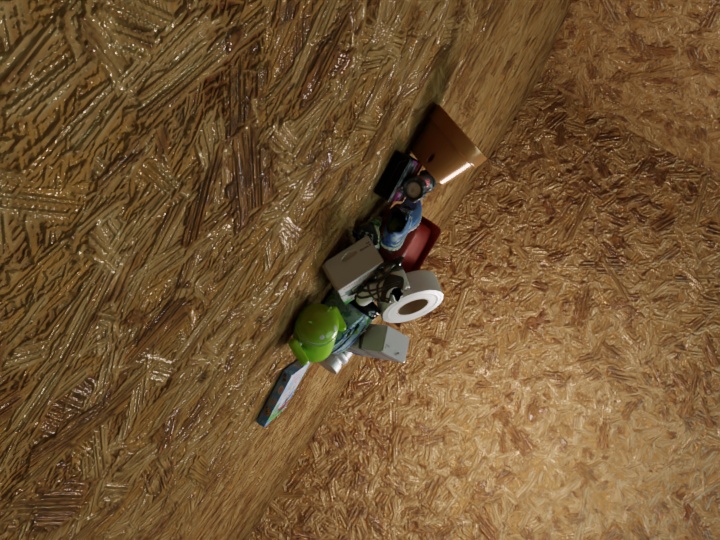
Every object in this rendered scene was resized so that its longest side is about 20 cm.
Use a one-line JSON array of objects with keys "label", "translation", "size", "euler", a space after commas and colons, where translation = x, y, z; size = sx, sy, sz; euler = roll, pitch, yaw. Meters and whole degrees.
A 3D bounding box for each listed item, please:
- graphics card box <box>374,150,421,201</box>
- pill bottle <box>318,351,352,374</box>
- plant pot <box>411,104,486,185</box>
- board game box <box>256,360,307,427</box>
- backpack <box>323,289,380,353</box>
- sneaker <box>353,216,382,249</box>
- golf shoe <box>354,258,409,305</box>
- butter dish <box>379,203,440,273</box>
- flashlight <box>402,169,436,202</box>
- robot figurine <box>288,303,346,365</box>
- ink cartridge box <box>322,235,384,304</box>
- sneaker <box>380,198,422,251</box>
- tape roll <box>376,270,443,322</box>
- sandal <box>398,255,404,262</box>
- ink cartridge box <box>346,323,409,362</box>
[{"label": "graphics card box", "translation": [0.108, -0.254, 1.514], "size": [0.127, 0.050, 0.200], "euler": [-60, 169, 13]}, {"label": "pill bottle", "translation": [-0.069, 0.265, 2.014], "size": [0.201, 0.113, 0.114], "euler": [-54, 169, -22]}, {"label": "plant pot", "translation": [0.235, -0.336, 1.541], "size": [0.140, 0.201, 0.200], "euler": [-43, 174, 17]}, {"label": "board game box", "translation": [-0.242, 0.380, 1.749], "size": [0.202, 0.036, 0.151], "euler": [-62, 169, 15]}, {"label": "backpack", "translation": [-0.065, 0.153, 1.649], "size": [0.201, 0.163, 0.153], "euler": [-54, 163, 19]}, {"label": "sneaker", "translation": [0.030, -0.117, 1.537], "size": [0.200, 0.076, 0.090], "euler": [91, 20, -80]}, {"label": "golf shoe", "translation": [0.054, 0.058, 1.442], "size": [0.077, 0.095, 0.200], "euler": [-24, 165, -40]}, {"label": "butter dish", "translation": [0.105, -0.100, 1.668], "size": [0.201, 0.199, 0.147], "euler": [-58, 148, 4]}, {"label": "flashlight", "translation": [0.170, -0.234, 1.539], "size": [0.069, 0.067, 0.200], "euler": [-63, 168, 21]}, {"label": "robot figurine", "translation": [-0.120, 0.167, 1.478], "size": [0.175, 0.116, 0.201], "euler": [-36, 159, -32]}, {"label": "ink cartridge box", "translation": [-0.014, 0.004, 1.479], "size": [0.145, 0.085, 0.200], "euler": [-33, 167, -4]}, {"label": "sneaker", "translation": [0.124, -0.149, 1.559], "size": [0.201, 0.077, 0.090], "euler": [-59, 165, -34]}, {"label": "tape roll", "translation": [0.147, 0.082, 1.677], "size": [0.199, 0.072, 0.203], "euler": [-16, 154, -8]}, {"label": "sandal", "translation": [0.057, 0.007, 1.632], "size": [0.199, 0.054, 0.082], "euler": [-32, -158, 56]}, {"label": "ink cartridge box", "translation": [0.033, 0.220, 1.724], "size": [0.144, 0.197, 0.086], "euler": [32, 67, -49]}]
